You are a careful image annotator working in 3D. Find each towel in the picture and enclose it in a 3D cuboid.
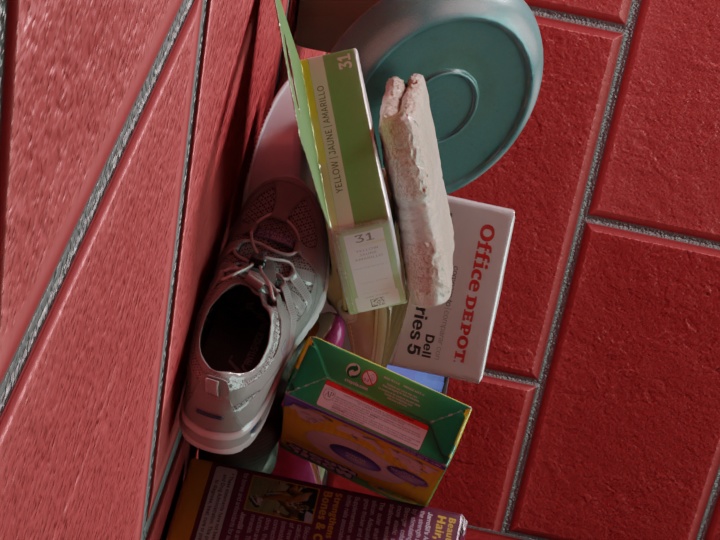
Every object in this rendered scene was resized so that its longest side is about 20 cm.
[{"bbox_3d":[0.038,-0.060,1.432,0.200,0.034,0.134,-76,154,-77],"label":"towel"}]

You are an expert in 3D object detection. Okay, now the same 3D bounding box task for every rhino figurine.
[{"bbox_3d":[-0.085,0.122,1.479,0.088,0.059,0.201,-57,165,-47],"label":"rhino figurine"}]

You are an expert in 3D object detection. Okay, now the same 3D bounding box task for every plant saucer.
[{"bbox_3d":[0.056,-0.128,1.555,0.027,0.199,0.201,53,-37,44],"label":"plant saucer"}]

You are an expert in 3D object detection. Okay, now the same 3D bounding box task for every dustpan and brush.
[{"bbox_3d":[-0.067,-0.023,1.434,0.140,0.057,0.201,86,6,-49],"label":"dustpan and brush"}]

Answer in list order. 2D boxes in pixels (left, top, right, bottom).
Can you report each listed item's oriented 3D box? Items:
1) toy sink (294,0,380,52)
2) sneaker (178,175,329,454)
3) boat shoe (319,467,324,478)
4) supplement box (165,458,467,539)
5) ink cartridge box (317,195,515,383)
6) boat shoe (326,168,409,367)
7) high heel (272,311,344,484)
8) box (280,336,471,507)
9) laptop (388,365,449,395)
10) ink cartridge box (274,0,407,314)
[{"bbox_3d":[0.032,-0.260,1.626,0.201,0.129,0.113,-78,178,-45],"label":"toy sink"},{"bbox_3d":[-0.061,0.017,1.320,0.082,0.074,0.201,100,2,-57],"label":"sneaker"},{"bbox_3d":[-0.074,0.179,1.848,0.065,0.072,0.201,96,11,-48],"label":"boat shoe"},{"bbox_3d":[-0.038,0.224,1.406,0.131,0.198,0.104,-74,175,-49],"label":"supplement box"},{"bbox_3d":[0.018,0.001,1.698,0.084,0.198,0.147,0,102,-88],"label":"ink cartridge box"},{"bbox_3d":[0.000,0.000,1.585,0.201,0.064,0.072,89,17,-44],"label":"boat shoe"},{"bbox_3d":[-0.034,0.118,1.626,0.201,0.095,0.068,-59,-167,31],"label":"high heel"},{"bbox_3d":[0.005,0.109,1.391,0.200,0.117,0.049,98,17,-75],"label":"box"},{"bbox_3d":[0.000,0.061,1.851,0.200,0.176,0.104,75,27,-86],"label":"laptop"},{"bbox_3d":[-0.013,-0.086,1.336,0.201,0.048,0.146,79,0,-56],"label":"ink cartridge box"}]
